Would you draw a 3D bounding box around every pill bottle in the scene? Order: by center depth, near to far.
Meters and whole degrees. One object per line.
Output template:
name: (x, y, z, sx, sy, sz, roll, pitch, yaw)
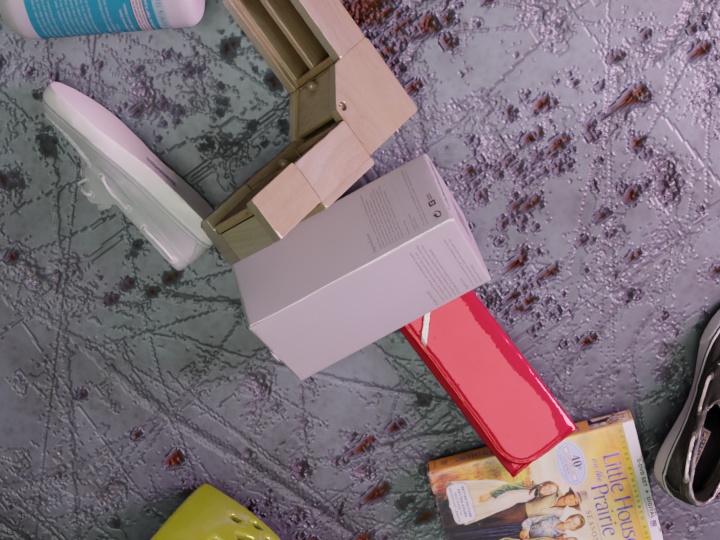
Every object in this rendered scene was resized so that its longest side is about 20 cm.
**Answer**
pill bottle: (-0.234, -0.252, 1.121, 0.197, 0.111, 0.112, -5, 105, 2)

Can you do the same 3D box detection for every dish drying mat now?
dish drying mat: (0.107, 0.087, 1.222, 0.077, 0.018, 0.201, -38, 87, 6)

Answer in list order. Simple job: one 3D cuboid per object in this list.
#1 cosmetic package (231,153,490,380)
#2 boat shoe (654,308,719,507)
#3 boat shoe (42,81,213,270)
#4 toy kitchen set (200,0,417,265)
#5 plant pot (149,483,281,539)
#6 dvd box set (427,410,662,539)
cosmetic package: (0.000, 0.000, 1.171, 0.198, 0.086, 0.108, -26, 142, 8)
boat shoe: (0.332, 0.117, 1.203, 0.070, 0.064, 0.202, 23, 88, -15)
boat shoe: (-0.213, -0.081, 1.192, 0.200, 0.072, 0.069, 42, 102, -18)
toy kitchen set: (-0.099, -0.125, 1.132, 0.181, 0.200, 0.162, 53, 142, -11)
plant pot: (-0.129, 0.345, 1.213, 0.180, 0.199, 0.202, 26, 106, 5)
dvd box set: (0.176, 0.227, 1.264, 0.197, 0.029, 0.148, -15, 103, 7)
